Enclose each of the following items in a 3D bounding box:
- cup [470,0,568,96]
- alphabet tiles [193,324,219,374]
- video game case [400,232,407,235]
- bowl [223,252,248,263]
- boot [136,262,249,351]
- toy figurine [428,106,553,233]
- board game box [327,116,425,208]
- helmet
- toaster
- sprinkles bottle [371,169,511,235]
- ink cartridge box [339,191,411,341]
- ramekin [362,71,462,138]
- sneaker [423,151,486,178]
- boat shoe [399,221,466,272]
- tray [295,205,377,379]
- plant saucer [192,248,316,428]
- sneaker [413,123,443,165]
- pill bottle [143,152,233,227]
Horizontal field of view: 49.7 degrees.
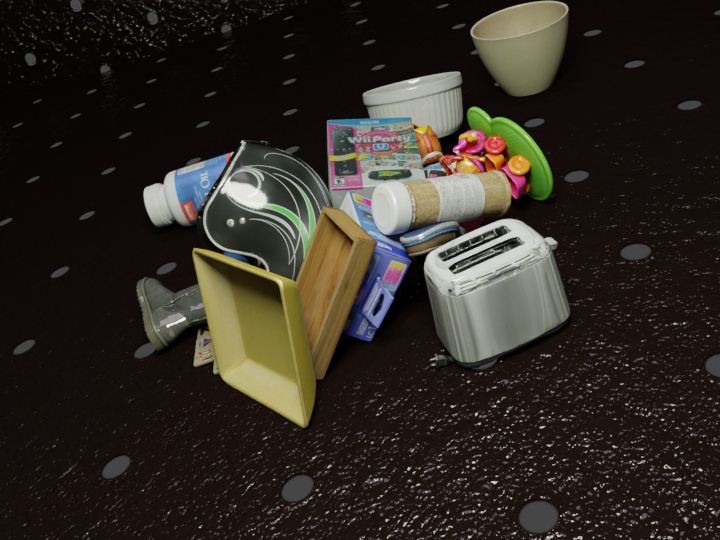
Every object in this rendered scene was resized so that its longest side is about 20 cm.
[{"bbox_3d":[0.336,-0.446,1.600,0.196,0.145,0.201,-14,30,8],"label":"cup"},{"bbox_3d":[-0.155,0.085,1.172,0.196,0.006,0.167,-18,30,3],"label":"alphabet tiles"},{"bbox_3d":[0.010,-0.056,1.292,0.140,0.018,0.201,-9,32,16],"label":"video game case"},{"bbox_3d":[-0.158,-0.078,1.397,0.197,0.040,0.202,-14,32,9],"label":"bowl"},{"bbox_3d":[-0.249,0.031,1.237,0.198,0.073,0.183,-31,42,-3],"label":"boot"},{"bbox_3d":[0.166,-0.138,1.211,0.183,0.151,0.200,-36,60,-10],"label":"toy figurine"},{"bbox_3d":[0.020,-0.164,1.226,0.144,0.065,0.202,-3,39,-2],"label":"board game box"},{"bbox_3d":[-0.128,-0.066,1.104,0.201,0.189,0.201,-52,16,21],"label":"helmet"},{"bbox_3d":[0.160,0.027,0.968,0.197,0.131,0.114,-23,30,-6],"label":"toaster"},{"bbox_3d":[0.114,-0.096,1.070,0.197,0.070,0.068,-10,25,-27],"label":"sprinkles bottle"},{"bbox_3d":[0.000,0.000,1.084,0.075,0.138,0.201,18,25,-18],"label":"ink cartridge box"},{"bbox_3d":[0.109,-0.314,1.520,0.196,0.107,0.201,-12,16,4],"label":"ramekin"},{"bbox_3d":[0.126,-0.143,1.327,0.197,0.080,0.090,-23,12,-22],"label":"sneaker"},{"bbox_3d":[0.112,-0.022,1.052,0.071,0.074,0.199,-15,-4,24],"label":"boat shoe"},{"bbox_3d":[-0.048,0.030,1.023,0.037,0.203,0.099,7,23,-35],"label":"tray"},{"bbox_3d":[-0.127,0.075,0.994,0.048,0.204,0.198,-26,29,-36],"label":"plant saucer"},{"bbox_3d":[0.105,-0.225,1.406,0.072,0.078,0.200,-19,4,-10],"label":"sneaker"},{"bbox_3d":[-0.318,-0.152,1.533,0.196,0.114,0.113,-17,30,5],"label":"pill bottle"}]
